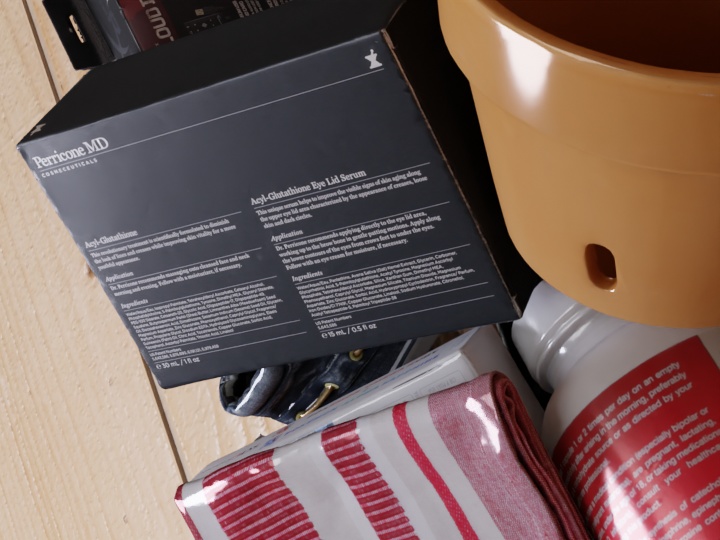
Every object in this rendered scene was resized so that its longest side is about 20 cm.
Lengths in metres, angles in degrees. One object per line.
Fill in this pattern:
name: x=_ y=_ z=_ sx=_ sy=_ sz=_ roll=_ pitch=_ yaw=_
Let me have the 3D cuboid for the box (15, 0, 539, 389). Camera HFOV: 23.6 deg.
box: x=-0.031 y=-0.038 z=0.767 sx=0.198 sy=0.079 sz=0.142 roll=-12 pitch=121 yaw=32

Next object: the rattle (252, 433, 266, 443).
rattle: x=-0.047 y=0.201 z=0.909 sx=0.201 sy=0.142 sz=0.130 roll=62 pitch=176 yaw=-37

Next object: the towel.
towel: x=0.015 y=0.135 z=0.762 sx=0.199 sy=0.023 sz=0.145 roll=-23 pitch=98 yaw=38

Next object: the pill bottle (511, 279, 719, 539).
pill bottle: x=0.146 y=0.086 z=0.721 sx=0.201 sy=0.111 sz=0.113 roll=60 pitch=141 yaw=28

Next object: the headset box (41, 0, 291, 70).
headset box: x=-0.064 y=-0.153 z=0.896 sx=0.149 sy=0.198 sz=0.075 roll=60 pitch=158 yaw=28

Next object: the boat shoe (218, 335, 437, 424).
boat shoe: x=0.000 y=0.000 z=0.871 sx=0.202 sy=0.090 sz=0.071 roll=-66 pitch=31 yaw=22

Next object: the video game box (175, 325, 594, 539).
video game box: x=0.035 y=0.149 z=0.809 sx=0.181 sy=0.047 sz=0.201 roll=-28 pitch=96 yaw=29

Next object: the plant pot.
plant pot: x=0.126 y=-0.075 z=0.666 sx=0.200 sy=0.199 sz=0.141 roll=48 pitch=151 yaw=40

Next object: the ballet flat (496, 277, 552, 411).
ballet flat: x=0.087 y=0.033 z=0.843 sx=0.066 sy=0.056 sz=0.202 roll=-48 pitch=52 yaw=52
